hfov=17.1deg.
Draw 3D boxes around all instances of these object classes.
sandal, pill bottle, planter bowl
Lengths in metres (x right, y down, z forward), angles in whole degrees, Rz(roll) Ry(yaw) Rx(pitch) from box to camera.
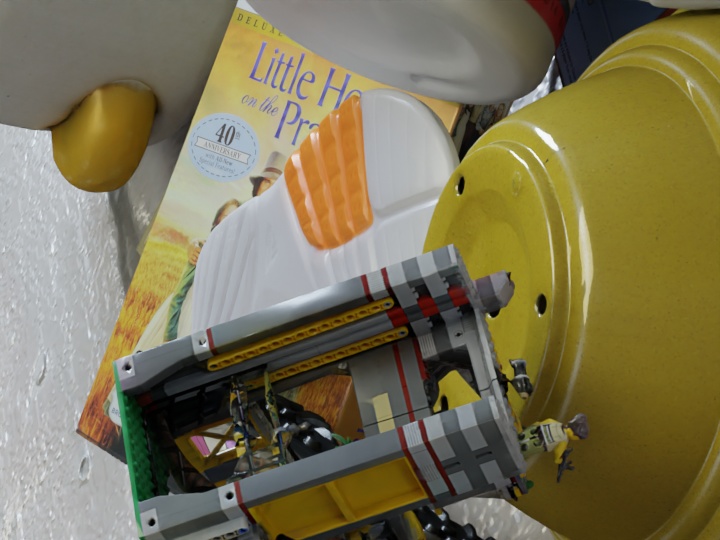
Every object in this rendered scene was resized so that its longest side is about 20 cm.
[{"bbox_3d":[0.000,-0.008,0.858,0.207,0.059,0.079,153,120,-61],"label":"sandal"},{"bbox_3d":[0.042,-0.172,0.847,0.120,0.120,0.200,0,64,58],"label":"pill bottle"},{"bbox_3d":[0.071,0.011,0.707,0.200,0.083,0.201,-176,90,-67],"label":"planter bowl"}]

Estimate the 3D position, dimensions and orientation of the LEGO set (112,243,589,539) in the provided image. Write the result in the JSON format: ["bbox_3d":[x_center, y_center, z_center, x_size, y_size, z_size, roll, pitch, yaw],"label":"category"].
[{"bbox_3d":[0.018,0.093,0.635,0.116,0.154,0.200,-19,43,7],"label":"LEGO set"}]

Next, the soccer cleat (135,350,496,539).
[{"bbox_3d":[-0.024,0.094,0.832,0.200,0.068,0.073,32,100,36],"label":"soccer cleat"}]

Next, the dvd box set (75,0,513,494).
[{"bbox_3d":[-0.029,-0.001,0.942,0.146,0.029,0.200,26,96,45],"label":"dvd box set"}]

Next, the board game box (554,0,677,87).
[{"bbox_3d":[0.097,-0.158,0.893,0.103,0.019,0.200,-47,36,33],"label":"board game box"}]

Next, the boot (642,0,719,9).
[{"bbox_3d":[0.052,-0.137,0.695,0.200,0.096,0.074,14,72,31],"label":"boot"}]

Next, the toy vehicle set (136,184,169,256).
[{"bbox_3d":[-0.023,-0.068,1.019,0.200,0.027,0.124,-62,31,11],"label":"toy vehicle set"}]

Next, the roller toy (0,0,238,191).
[{"bbox_3d":[-0.128,-0.153,1.117,0.183,0.140,0.200,-66,28,25],"label":"roller toy"}]
